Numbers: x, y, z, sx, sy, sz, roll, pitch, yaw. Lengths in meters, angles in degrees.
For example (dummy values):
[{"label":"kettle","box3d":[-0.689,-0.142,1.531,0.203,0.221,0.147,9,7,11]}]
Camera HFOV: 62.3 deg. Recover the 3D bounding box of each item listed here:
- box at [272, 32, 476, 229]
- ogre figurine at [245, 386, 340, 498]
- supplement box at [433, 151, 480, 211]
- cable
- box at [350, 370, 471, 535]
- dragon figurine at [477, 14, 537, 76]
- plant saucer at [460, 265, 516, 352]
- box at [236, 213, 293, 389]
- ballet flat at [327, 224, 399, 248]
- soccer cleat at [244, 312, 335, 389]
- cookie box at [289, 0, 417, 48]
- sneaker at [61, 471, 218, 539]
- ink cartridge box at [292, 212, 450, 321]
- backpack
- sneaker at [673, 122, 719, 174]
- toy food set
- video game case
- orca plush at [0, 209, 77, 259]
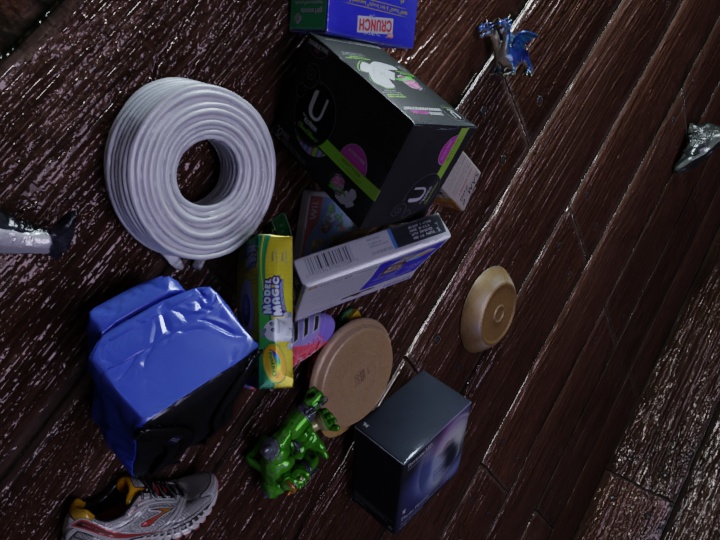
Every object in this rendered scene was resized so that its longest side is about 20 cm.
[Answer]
[{"label":"box","box3d":[0.011,-0.173,0.739,0.124,0.200,0.149,-11,140,-44]},{"label":"ogre figurine","box3d":[-0.103,0.274,0.901,0.120,0.098,0.200,-35,167,-37]},{"label":"supplement box","box3d":[0.079,-0.174,0.902,0.200,0.126,0.074,34,79,-48]},{"label":"cable","box3d":[-0.187,-0.111,0.675,0.201,0.069,0.200,-58,138,-14]},{"label":"box","box3d":[0.091,0.330,1.091,0.199,0.123,0.200,-30,135,-38]},{"label":"dragon figurine","box3d":[0.283,-0.407,1.087,0.199,0.059,0.100,-15,116,-43]},{"label":"plant saucer","box3d":[0.291,0.092,1.310,0.199,0.035,0.202,-21,120,-42]},{"label":"box","box3d":[-0.117,0.037,0.722,0.048,0.117,0.202,3,83,-23]},{"label":"ballet flat","box3d":[0.037,-0.054,0.915,0.199,0.072,0.068,-32,128,-36]},{"label":"soccer cleat","box3d":[-0.102,0.116,0.852,0.199,0.076,0.067,-19,120,-41]},{"label":"cookie box","box3d":[0.000,-0.399,0.763,0.170,0.075,0.202,-11,112,-46]},{"label":"sneaker","box3d":[-0.265,0.294,0.742,0.199,0.078,0.083,-9,110,-46]},{"label":"ink cartridge box","box3d":[0.000,0.000,0.803,0.197,0.200,0.044,-20,78,-15]},{"label":"backpack","box3d":[-0.217,0.118,0.665,0.162,0.168,0.201,-27,156,-35]},{"label":"sneaker","box3d":[1.119,-0.418,2.007,0.199,0.114,0.076,-46,146,14]},{"label":"toy food set","box3d":[-0.016,0.170,0.991,0.198,0.048,0.201,-47,134,-25]},{"label":"video game case","box3d":[-0.022,-0.046,0.923,0.199,0.017,0.144,-2,106,-47]},{"label":"orca plush","box3d":[-0.353,-0.059,0.512,0.199,0.105,0.072,-1,71,-37]}]
